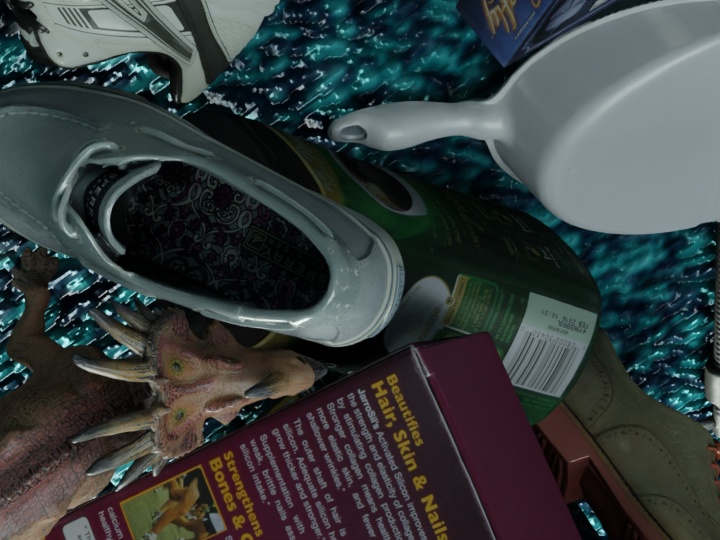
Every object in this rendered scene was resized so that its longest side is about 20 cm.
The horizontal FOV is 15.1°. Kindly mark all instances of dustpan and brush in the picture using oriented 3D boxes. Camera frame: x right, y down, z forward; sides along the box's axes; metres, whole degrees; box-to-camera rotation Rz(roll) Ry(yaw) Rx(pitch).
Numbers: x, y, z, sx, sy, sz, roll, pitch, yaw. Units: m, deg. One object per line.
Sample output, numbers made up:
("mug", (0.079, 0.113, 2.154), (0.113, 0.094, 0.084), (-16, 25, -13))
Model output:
("dustpan and brush", (0.085, -0.065, 1.198), (0.199, 0.057, 0.140), (-14, 143, -22))

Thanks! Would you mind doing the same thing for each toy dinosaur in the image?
("toy dinosaur", (-0.123, 0.071, 1.051), (0.200, 0.135, 0.086), (-45, 114, -10))

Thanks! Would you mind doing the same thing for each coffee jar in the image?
("coffee jar", (0.000, 0.000, 1.163), (0.200, 0.104, 0.085), (18, 109, -35))

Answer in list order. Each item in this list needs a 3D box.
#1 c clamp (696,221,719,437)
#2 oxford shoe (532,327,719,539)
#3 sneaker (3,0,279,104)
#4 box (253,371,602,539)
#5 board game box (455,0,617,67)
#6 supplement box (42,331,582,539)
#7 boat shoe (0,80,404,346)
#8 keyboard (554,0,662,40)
("c clamp", (0.200, 0.000, 1.322), (0.170, 0.027, 0.201), (-13, 127, -20))
("oxford shoe", (0.150, 0.108, 1.268), (0.075, 0.200, 0.070), (-36, 166, -17))
("sneaker", (-0.116, -0.120, 1.036), (0.200, 0.076, 0.088), (22, 110, -36))
("box", (0.031, 0.153, 1.265), (0.200, 0.132, 0.115), (28, 107, -40))
("board game box", (0.141, -0.167, 1.085), (0.200, 0.035, 0.136), (-32, 168, -31))
("supplement box", (-0.022, 0.115, 1.111), (0.200, 0.111, 0.086), (-26, 173, 23))
("boat shoe", (-0.079, -0.027, 1.045), (0.071, 0.200, 0.070), (14, 97, -68))
("keyboard", (0.091, -0.137, 1.155), (0.056, 0.011, 0.200), (-35, 144, 4))
